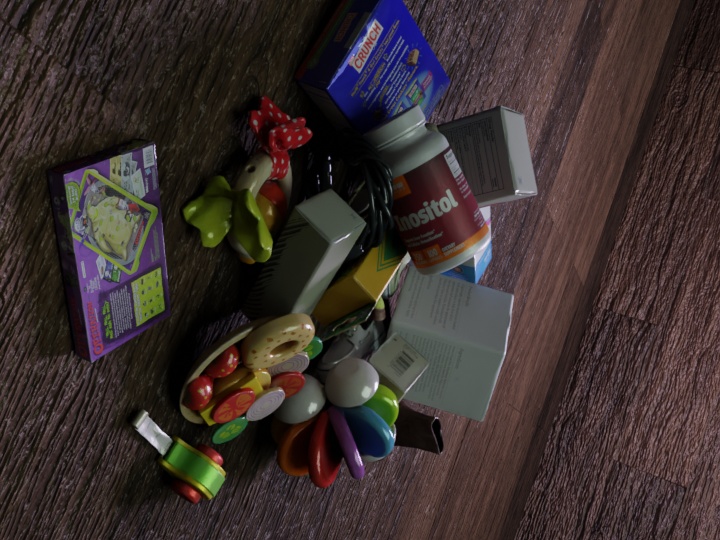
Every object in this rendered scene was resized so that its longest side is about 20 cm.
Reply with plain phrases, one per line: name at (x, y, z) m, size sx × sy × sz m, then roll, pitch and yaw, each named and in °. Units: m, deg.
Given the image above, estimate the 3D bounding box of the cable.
cable at (-0.014, -0.102, 1.073) m, size 0.050 × 0.200 × 0.166 m, roll 0°, pitch 67°, yaw -29°

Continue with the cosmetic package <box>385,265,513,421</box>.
cosmetic package at (0.147, 0.124, 1.422) m, size 0.166 × 0.196 × 0.167 m, roll -66°, pitch 170°, yaw -52°

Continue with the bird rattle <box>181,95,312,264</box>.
bird rattle at (-0.127, -0.099, 0.997) m, size 0.164 × 0.110 × 0.203 m, roll 87°, pitch 20°, yaw -59°

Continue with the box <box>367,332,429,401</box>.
box at (0.022, 0.205, 1.340) m, size 0.095 × 0.077 × 0.201 m, roll -41°, pitch 167°, yaw -47°

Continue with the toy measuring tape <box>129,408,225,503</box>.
toy measuring tape at (-0.215, 0.235, 1.009) m, size 0.074 × 0.072 × 0.202 m, roll -57°, pitch 149°, yaw -27°

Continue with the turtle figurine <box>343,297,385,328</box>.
turtle figurine at (0.016, 0.003, 1.290) m, size 0.198 × 0.064 × 0.164 m, roll -25°, pitch 127°, yaw -40°

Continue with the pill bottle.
pill bottle at (0.083, -0.106, 1.075) m, size 0.113 × 0.112 × 0.203 m, roll -39°, pitch 105°, yaw -46°

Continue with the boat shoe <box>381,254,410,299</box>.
boat shoe at (0.065, -0.047, 1.367) m, size 0.072 × 0.061 × 0.204 m, roll -58°, pitch 156°, yaw -71°

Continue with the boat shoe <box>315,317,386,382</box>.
boat shoe at (-0.020, 0.115, 1.327) m, size 0.200 × 0.072 × 0.068 m, roll -38°, pitch 123°, yaw -62°

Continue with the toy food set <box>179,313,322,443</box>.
toy food set at (-0.136, 0.134, 1.038) m, size 0.198 × 0.049 × 0.199 m, roll -34°, pitch 152°, yaw -12°

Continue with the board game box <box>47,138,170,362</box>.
board game box at (-0.252, -0.022, 0.840) m, size 0.120 × 0.032 × 0.204 m, roll -39°, pitch 137°, yaw -54°

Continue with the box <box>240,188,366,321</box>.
box at (-0.076, -0.002, 1.045) m, size 0.082 × 0.068 × 0.201 m, roll -32°, pitch 161°, yaw -49°

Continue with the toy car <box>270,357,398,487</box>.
toy car at (-0.034, 0.241, 1.199) m, size 0.151 × 0.196 × 0.178 m, roll -105°, pitch 179°, yaw -56°

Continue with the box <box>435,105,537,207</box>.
box at (0.152, -0.156, 1.243) m, size 0.108 × 0.197 × 0.131 m, roll -7°, pitch 86°, yaw -60°

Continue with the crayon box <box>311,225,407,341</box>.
crayon box at (0.000, 0.000, 1.134) m, size 0.052 × 0.125 × 0.201 m, roll 44°, pitch 50°, yaw -14°

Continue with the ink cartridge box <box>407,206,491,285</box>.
ink cartridge box at (0.150, -0.091, 1.431) m, size 0.085 × 0.142 × 0.203 m, roll -51°, pitch 146°, yaw -35°

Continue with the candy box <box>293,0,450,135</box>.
candy box at (0.021, -0.261, 1.119) m, size 0.171 × 0.076 × 0.200 m, roll -58°, pitch 142°, yaw -11°

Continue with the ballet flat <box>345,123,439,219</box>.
ballet flat at (0.045, -0.134, 1.208) m, size 0.200 × 0.068 × 0.062 m, roll -48°, pitch 167°, yaw 25°

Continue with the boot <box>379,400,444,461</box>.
boot at (0.073, 0.307, 1.485) m, size 0.073 × 0.164 × 0.203 m, roll -50°, pitch 145°, yaw -35°
